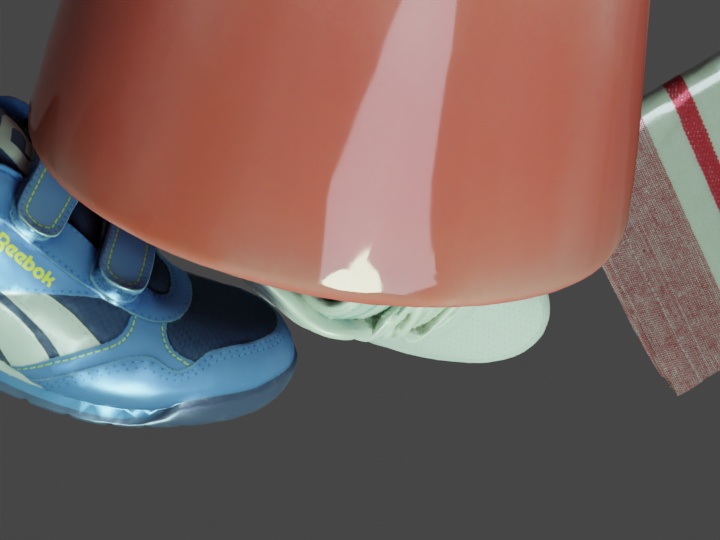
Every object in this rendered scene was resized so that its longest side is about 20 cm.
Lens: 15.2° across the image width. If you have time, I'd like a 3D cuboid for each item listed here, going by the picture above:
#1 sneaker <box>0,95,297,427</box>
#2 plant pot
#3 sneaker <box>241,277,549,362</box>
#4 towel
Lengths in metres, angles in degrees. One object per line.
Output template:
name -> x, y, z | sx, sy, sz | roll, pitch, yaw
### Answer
sneaker -> -0.110, -0.008, 0.897 | 0.199, 0.074, 0.082 | 18, 111, -14
plant pot -> 0.007, -0.110, 0.821 | 0.200, 0.200, 0.178 | 0, 118, -25
sneaker -> 0.000, 0.000, 0.976 | 0.200, 0.080, 0.070 | 26, 112, -39
towel -> 0.182, -0.049, 1.058 | 0.200, 0.023, 0.144 | -31, 132, 0
